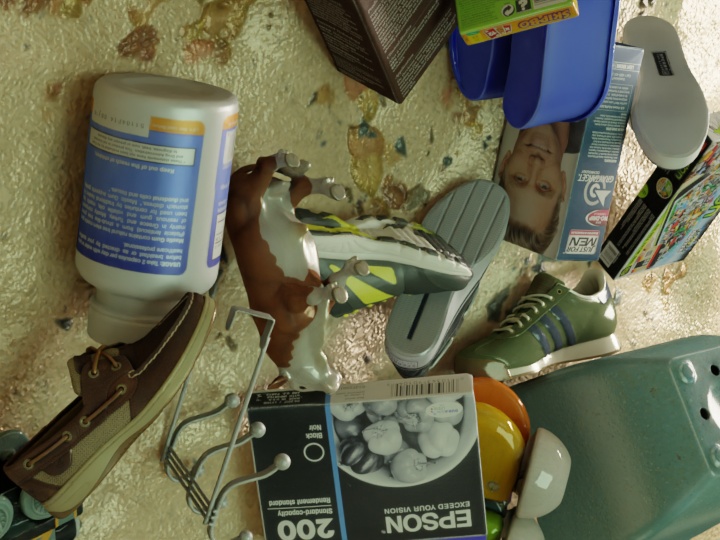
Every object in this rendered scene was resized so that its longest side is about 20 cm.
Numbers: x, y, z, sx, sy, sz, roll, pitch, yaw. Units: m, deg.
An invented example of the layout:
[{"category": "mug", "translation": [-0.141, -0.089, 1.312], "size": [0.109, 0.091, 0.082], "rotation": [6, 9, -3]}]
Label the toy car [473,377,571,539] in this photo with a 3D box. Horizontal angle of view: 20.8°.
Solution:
[{"category": "toy car", "translation": [0.096, 0.190, 1.810], "size": [0.150, 0.175, 0.200], "rotation": [-70, 175, -63]}]

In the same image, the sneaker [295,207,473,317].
[{"category": "sneaker", "translation": [0.000, 0.000, 1.688], "size": [0.200, 0.074, 0.085], "rotation": [10, 112, -23]}]

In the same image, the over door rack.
[{"category": "over door rack", "translation": [-0.105, 0.103, 1.576], "size": [0.067, 0.148, 0.200], "rotation": [1, 107, -23]}]

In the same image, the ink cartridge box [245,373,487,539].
[{"category": "ink cartridge box", "translation": [0.009, 0.191, 1.708], "size": [0.198, 0.043, 0.200], "rotation": [-5, 115, 5]}]

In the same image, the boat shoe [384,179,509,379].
[{"category": "boat shoe", "translation": [0.072, 0.008, 1.769], "size": [0.200, 0.072, 0.071], "rotation": [-59, 168, -23]}]

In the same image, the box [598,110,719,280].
[{"category": "box", "translation": [0.318, -0.077, 1.910], "size": [0.110, 0.035, 0.200], "rotation": [-14, 148, -38]}]

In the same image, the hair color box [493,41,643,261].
[{"category": "hair color box", "translation": [0.184, -0.117, 1.796], "size": [0.060, 0.100, 0.200], "rotation": [0, 106, -42]}]

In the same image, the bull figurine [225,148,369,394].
[{"category": "bull figurine", "translation": [-0.054, 0.001, 1.568], "size": [0.065, 0.121, 0.200], "rotation": [-12, 76, -46]}]

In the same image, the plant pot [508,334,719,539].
[{"category": "plant pot", "translation": [0.286, 0.159, 1.874], "size": [0.196, 0.200, 0.196], "rotation": [-10, 74, -40]}]

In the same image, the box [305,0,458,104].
[{"category": "box", "translation": [0.013, -0.227, 1.568], "size": [0.100, 0.075, 0.200], "rotation": [-54, 159, -12]}]

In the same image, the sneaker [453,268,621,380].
[{"category": "sneaker", "translation": [0.167, 0.047, 1.876], "size": [0.200, 0.067, 0.090], "rotation": [-10, 100, -36]}]

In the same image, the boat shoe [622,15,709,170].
[{"category": "boat shoe", "translation": [0.278, -0.153, 1.822], "size": [0.073, 0.200, 0.065], "rotation": [4, 134, -1]}]

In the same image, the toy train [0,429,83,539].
[{"category": "toy train", "translation": [-0.298, 0.203, 1.497], "size": [0.200, 0.085, 0.114], "rotation": [-25, 134, -36]}]

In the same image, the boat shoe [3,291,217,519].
[{"category": "boat shoe", "translation": [-0.186, 0.088, 1.451], "size": [0.072, 0.072, 0.200], "rotation": [39, 95, -14]}]

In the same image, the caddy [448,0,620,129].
[{"category": "caddy", "translation": [0.157, -0.219, 1.698], "size": [0.105, 0.141, 0.200], "rotation": [-18, 128, -31]}]

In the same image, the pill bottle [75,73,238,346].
[{"category": "pill bottle", "translation": [-0.159, -0.043, 1.502], "size": [0.112, 0.112, 0.200], "rotation": [-4, 109, -42]}]

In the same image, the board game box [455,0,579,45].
[{"category": "board game box", "translation": [0.118, -0.285, 1.613], "size": [0.030, 0.095, 0.200], "rotation": [47, 33, -60]}]
